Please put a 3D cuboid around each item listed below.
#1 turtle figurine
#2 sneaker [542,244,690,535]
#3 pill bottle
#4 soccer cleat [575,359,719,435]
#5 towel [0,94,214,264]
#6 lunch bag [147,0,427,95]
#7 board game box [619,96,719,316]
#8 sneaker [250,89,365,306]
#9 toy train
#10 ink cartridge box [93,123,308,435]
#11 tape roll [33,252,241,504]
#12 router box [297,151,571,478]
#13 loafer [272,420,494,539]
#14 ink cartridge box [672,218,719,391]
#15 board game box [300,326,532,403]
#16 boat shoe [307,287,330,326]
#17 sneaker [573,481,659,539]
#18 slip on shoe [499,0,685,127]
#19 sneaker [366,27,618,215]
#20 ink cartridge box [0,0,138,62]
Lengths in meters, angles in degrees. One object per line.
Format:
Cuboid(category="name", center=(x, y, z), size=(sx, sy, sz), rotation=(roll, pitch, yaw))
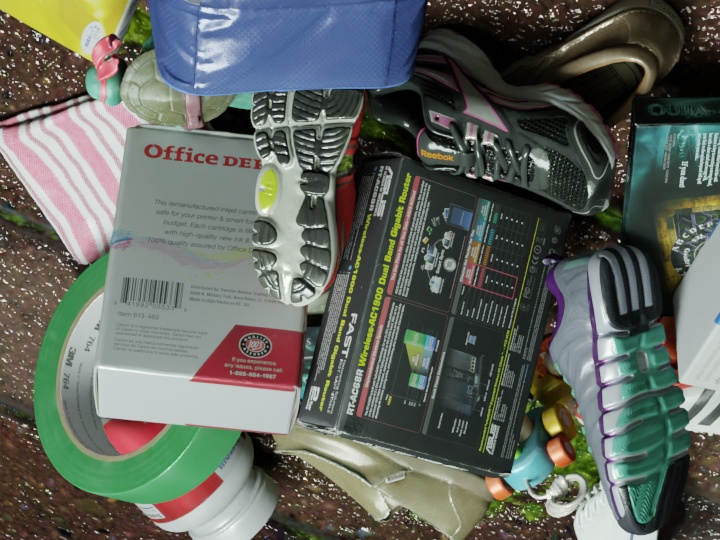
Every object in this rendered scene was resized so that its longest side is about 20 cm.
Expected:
Cuboid(category="turtle figurine", center=(-0.118, -0.144, 1.416), size=(0.198, 0.101, 0.150), rotation=(-1, 140, -5))
Cuboid(category="sneaker", center=(0.174, 0.082, 1.415), size=(0.087, 0.074, 0.202), rotation=(-1, 96, 54))
Cuboid(category="pill bottle", center=(-0.164, 0.149, 1.733), size=(0.112, 0.113, 0.200), rotation=(-23, 120, 38))
Cuboid(category="soccer cleat", center=(0.255, 0.096, 1.524), size=(0.199, 0.069, 0.085), rotation=(-20, 117, 32))
Cuboid(category="towel", center=(-0.187, -0.074, 1.591), size=(0.199, 0.030, 0.147), rotation=(-11, 125, 32))
Cuboid(category="lunch bag", center=(-0.039, -0.205, 1.296), size=(0.198, 0.137, 0.133), rotation=(-5, 137, -9))
Cuboid(category="board game box", center=(0.247, -0.040, 1.385), size=(0.134, 0.028, 0.201), rotation=(0, 140, 2))
Cuboid(category="sneaker", center=(-0.034, -0.077, 1.391), size=(0.076, 0.085, 0.202), rotation=(12, 97, 13))
Cuboid(category="toy train", center=(0.162, 0.084, 1.486), size=(0.056, 0.200, 0.150), rotation=(48, 157, -22))
Cuboid(category="ink cartridge box", center=(-0.109, 0.006, 1.464), size=(0.144, 0.201, 0.083), rotation=(6, 151, -3))
Cuboid(category="tape roll", center=(-0.170, 0.080, 1.586), size=(0.199, 0.202, 0.048), rotation=(-13, 158, 34))
Cuboid(category="router box", center=(0.053, 0.034, 1.431), size=(0.149, 0.202, 0.062), rotation=(18, 173, -28))
Cuboid(category="loafer", center=(0.014, 0.174, 1.690), size=(0.198, 0.068, 0.076), rotation=(17, 172, 8))
Cuboid(category="ink cartridge box", center=(0.331, 0.023, 1.368), size=(0.198, 0.085, 0.146), rotation=(12, 139, -9))
Cuboid(category="board game box", center=(0.019, 0.075, 1.586), size=(0.199, 0.028, 0.135), rotation=(-5, 158, 29))
Cuboid(category="boat shoe", center=(0.000, 0.000, 1.548), size=(0.074, 0.063, 0.200), rotation=(12, 157, -9))
Cuboid(category="sneaker", center=(0.208, 0.198, 1.638), size=(0.070, 0.073, 0.201), rotation=(12, 135, 9))
Cuboid(category="slip on shoe", center=(0.139, -0.112, 1.380), size=(0.076, 0.061, 0.200), rotation=(42, 134, -17))
Cuboid(category="sneaker", center=(0.082, -0.086, 1.350), size=(0.200, 0.086, 0.081), rotation=(32, 139, 39))
Cuboid(category="ink cartridge box", center=(-0.233, -0.264, 1.420), size=(0.199, 0.047, 0.198), rotation=(27, 138, -5))
